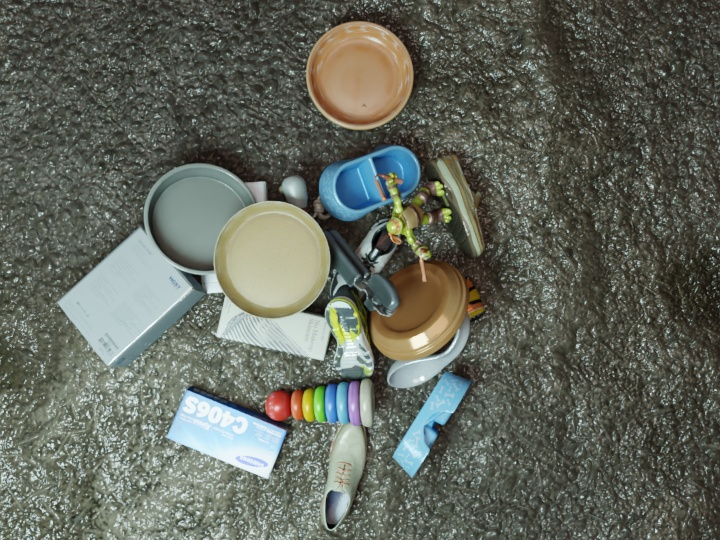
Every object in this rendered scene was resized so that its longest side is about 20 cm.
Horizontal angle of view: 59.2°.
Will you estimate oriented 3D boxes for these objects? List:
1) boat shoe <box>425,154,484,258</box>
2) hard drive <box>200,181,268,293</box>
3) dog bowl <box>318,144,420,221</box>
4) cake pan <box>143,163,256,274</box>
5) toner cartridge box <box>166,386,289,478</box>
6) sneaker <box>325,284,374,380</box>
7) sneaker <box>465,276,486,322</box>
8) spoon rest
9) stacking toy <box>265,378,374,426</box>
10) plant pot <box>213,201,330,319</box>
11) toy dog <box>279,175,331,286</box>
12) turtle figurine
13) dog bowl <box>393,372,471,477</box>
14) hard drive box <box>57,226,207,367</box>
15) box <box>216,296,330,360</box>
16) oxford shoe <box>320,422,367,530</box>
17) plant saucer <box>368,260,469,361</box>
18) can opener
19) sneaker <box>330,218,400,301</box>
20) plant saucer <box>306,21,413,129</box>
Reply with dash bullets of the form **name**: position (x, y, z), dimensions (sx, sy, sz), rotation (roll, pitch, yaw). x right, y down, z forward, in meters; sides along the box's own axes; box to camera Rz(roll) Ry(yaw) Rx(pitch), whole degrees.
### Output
- **boat shoe**: position (0.196, -0.125, 1.183), dimensions (0.076, 0.072, 0.201), rotation (-22, 90, -19)
- **hard drive**: position (-0.234, -0.061, 1.182), dimensions (0.131, 0.027, 0.201), rotation (-4, 88, -2)
- **dog bowl**: position (0.023, -0.164, 1.154), dimensions (0.199, 0.050, 0.112), rotation (-24, 98, -21)
- **cake pan**: position (-0.279, -0.088, 1.119), dimensions (0.199, 0.037, 0.202), rotation (5, 77, -21)
- **toner cartridge box**: position (-0.241, 0.295, 1.159), dimensions (0.199, 0.043, 0.095), rotation (22, 88, -1)
- **sneaker**: position (-0.010, 0.112, 1.139), dimensions (0.074, 0.085, 0.201), rotation (2, 127, 13)
- **sneaker**: position (0.127, 0.075, 1.176), dimensions (0.199, 0.070, 0.090), rotation (-18, 76, -4)
- **spoon rest**: position (0.124, 0.153, 1.130), dimensions (0.099, 0.061, 0.200), rotation (15, 127, -36)
- **stacking toy**: position (-0.076, 0.241, 1.148), dimensions (0.199, 0.085, 0.086), rotation (-3, 88, 5)
- **plant pot**: position (-0.151, -0.017, 1.087), dimensions (0.199, 0.027, 0.201), rotation (0, 90, 1)
- **toy dog**: position (-0.126, -0.064, 1.155), dimensions (0.096, 0.132, 0.201), rotation (2, 82, 36)
- **turtle figurine**: position (0.096, -0.088, 1.121), dimensions (0.161, 0.064, 0.201), rotation (-30, 93, -43)
- **dog bowl**: position (0.127, 0.271, 1.138), dimensions (0.049, 0.111, 0.201), rotation (33, 87, 13)
- **hard drive box**: position (-0.406, 0.049, 1.134), dimensions (0.200, 0.077, 0.156), rotation (-42, 80, -2)
- **box**: position (-0.154, 0.103, 1.157), dimensions (0.199, 0.068, 0.083), rotation (12, 88, -1)
- **oxford shoe**: position (-0.027, 0.371, 1.149), dimensions (0.070, 0.074, 0.201), rotation (10, 87, -1)
- **plant saucer**: position (0.094, 0.062, 1.115), dimensions (0.200, 0.200, 0.037), rotation (-49, 129, -3)
- **can opener**: position (0.000, 0.000, 1.107), dimensions (0.200, 0.053, 0.067), rotation (48, 118, 21)
- **sneaker**: position (0.007, -0.013, 1.164), dimensions (0.074, 0.080, 0.201), rotation (32, 89, -3)
- **plant saucer**: position (-0.001, -0.362, 1.189), dimensions (0.199, 0.037, 0.201), rotation (0, 89, -3)
